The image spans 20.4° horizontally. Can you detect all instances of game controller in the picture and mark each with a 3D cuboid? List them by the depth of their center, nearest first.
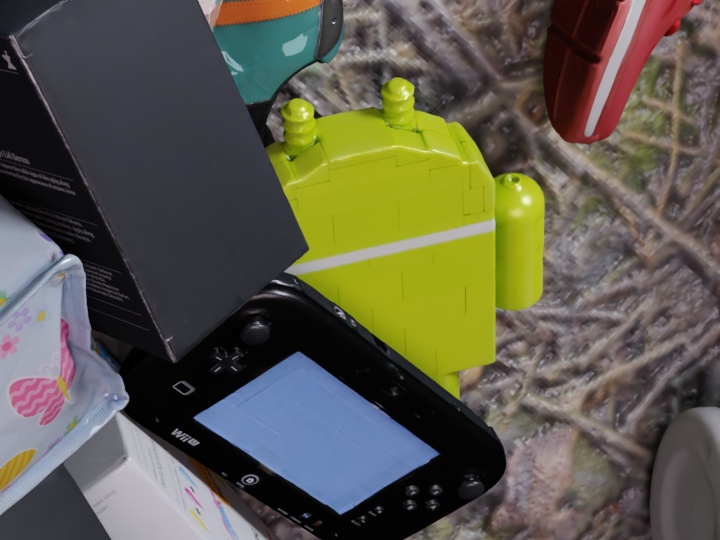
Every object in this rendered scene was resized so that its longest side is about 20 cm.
[{"bbox_3d":[-0.020,0.070,0.924,0.104,0.042,0.200,-39,132,15],"label":"game controller"}]

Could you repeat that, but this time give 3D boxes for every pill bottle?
[{"bbox_3d":[0.260,0.123,1.034,0.198,0.111,0.112,-1,115,-15],"label":"pill bottle"}]

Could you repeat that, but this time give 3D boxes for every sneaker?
[{"bbox_3d":[-0.036,-0.139,0.860,0.079,0.072,0.201,15,117,-23],"label":"sneaker"},{"bbox_3d":[0.163,-0.142,0.905,0.115,0.078,0.201,12,112,-18],"label":"sneaker"}]

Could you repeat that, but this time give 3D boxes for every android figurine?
[{"bbox_3d":[0.000,0.000,0.924,0.180,0.041,0.201,-14,132,-8],"label":"android figurine"}]

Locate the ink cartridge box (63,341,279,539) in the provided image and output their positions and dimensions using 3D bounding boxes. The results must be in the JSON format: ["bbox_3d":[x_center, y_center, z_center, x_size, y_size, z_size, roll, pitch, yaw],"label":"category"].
[{"bbox_3d":[-0.082,0.143,0.948,0.068,0.115,0.200,-36,119,4],"label":"ink cartridge box"}]

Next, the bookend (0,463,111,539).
[{"bbox_3d":[-0.197,0.120,0.830,0.199,0.092,0.200,-22,102,42],"label":"bookend"}]

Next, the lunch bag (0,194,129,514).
[{"bbox_3d":[-0.216,0.038,0.737,0.200,0.169,0.128,-41,150,-19],"label":"lunch bag"}]

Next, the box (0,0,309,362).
[{"bbox_3d":[-0.127,-0.061,0.788,0.079,0.199,0.142,-41,123,-24],"label":"box"}]
